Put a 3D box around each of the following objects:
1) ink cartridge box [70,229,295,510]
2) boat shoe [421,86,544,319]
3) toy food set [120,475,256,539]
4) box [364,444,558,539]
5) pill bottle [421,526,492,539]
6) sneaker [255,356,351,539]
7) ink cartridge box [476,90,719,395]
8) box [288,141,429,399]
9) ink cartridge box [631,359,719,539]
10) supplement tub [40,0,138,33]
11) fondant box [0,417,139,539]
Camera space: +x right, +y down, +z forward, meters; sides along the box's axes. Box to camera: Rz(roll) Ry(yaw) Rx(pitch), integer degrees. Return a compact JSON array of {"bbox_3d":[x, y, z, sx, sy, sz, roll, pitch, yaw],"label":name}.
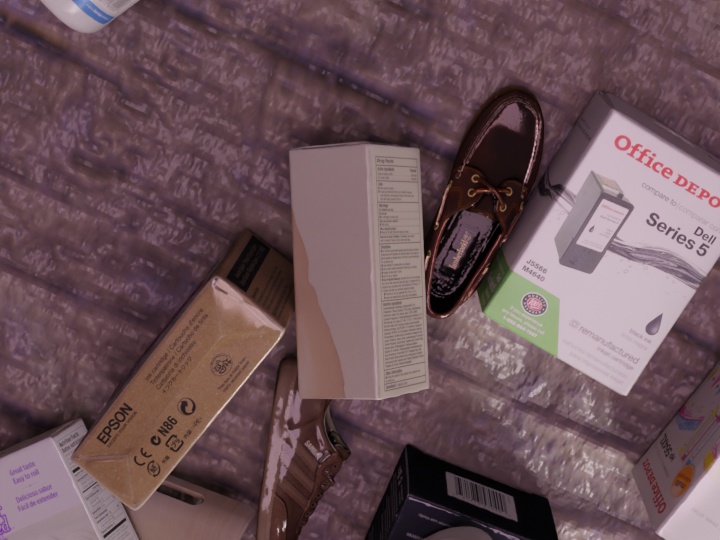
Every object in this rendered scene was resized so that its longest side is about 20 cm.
[{"bbox_3d":[-0.138,0.077,1.239,0.075,0.165,0.200,38,103,-7],"label":"ink cartridge box"},{"bbox_3d":[0.101,-0.052,1.247,0.070,0.070,0.202,20,105,-4],"label":"boat shoe"},{"bbox_3d":[-0.178,0.283,1.355,0.142,0.060,0.202,18,106,17],"label":"toy food set"},{"bbox_3d":[0.069,0.282,1.329,0.147,0.104,0.201,22,106,-6],"label":"box"},{"bbox_3d":[0.102,0.319,1.228,0.112,0.112,0.201,-28,105,9],"label":"pill bottle"},{"bbox_3d":[-0.048,0.177,1.317,0.075,0.071,0.202,7,107,-2],"label":"sneaker"},{"bbox_3d":[0.208,-0.024,1.244,0.145,0.084,0.201,29,105,-7],"label":"ink cartridge box"},{"bbox_3d":[0.000,0.000,1.216,0.077,0.095,0.202,-2,90,30],"label":"box"},{"bbox_3d":[0.331,0.173,1.279,0.125,0.129,0.201,34,104,-9],"label":"ink cartridge box"},{"bbox_3d":[-0.170,-0.287,1.148,0.199,0.132,0.132,-35,103,10],"label":"supplement tub"},{"bbox_3d":[-0.269,0.249,1.315,0.143,0.058,0.201,-23,93,23],"label":"fondant box"}]
